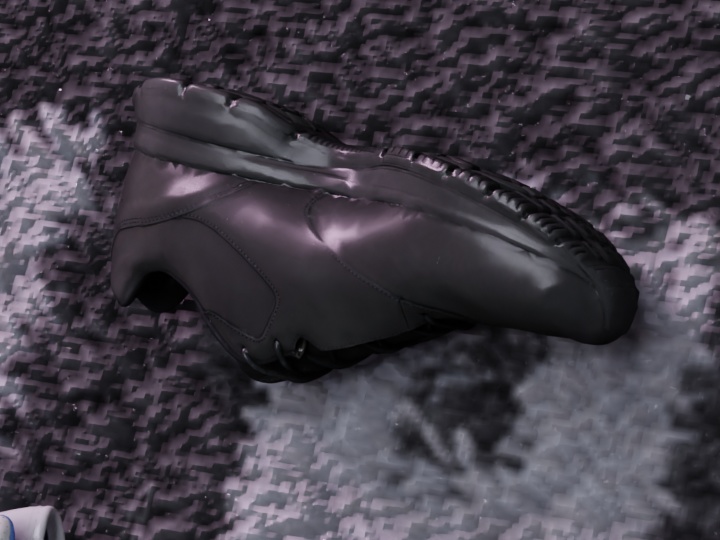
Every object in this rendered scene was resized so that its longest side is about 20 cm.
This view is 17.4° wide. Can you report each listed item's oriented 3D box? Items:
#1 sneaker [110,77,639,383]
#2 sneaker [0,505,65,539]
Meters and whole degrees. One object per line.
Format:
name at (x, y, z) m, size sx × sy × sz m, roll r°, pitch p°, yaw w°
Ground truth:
sneaker at (0.000, 0.000, 0.774) m, size 0.199 × 0.076 × 0.092 m, roll 18°, pitch 90°, yaw 35°
sneaker at (-0.172, 0.103, 0.809) m, size 0.146 × 0.081 × 0.201 m, roll -30°, pitch 61°, yaw 1°
